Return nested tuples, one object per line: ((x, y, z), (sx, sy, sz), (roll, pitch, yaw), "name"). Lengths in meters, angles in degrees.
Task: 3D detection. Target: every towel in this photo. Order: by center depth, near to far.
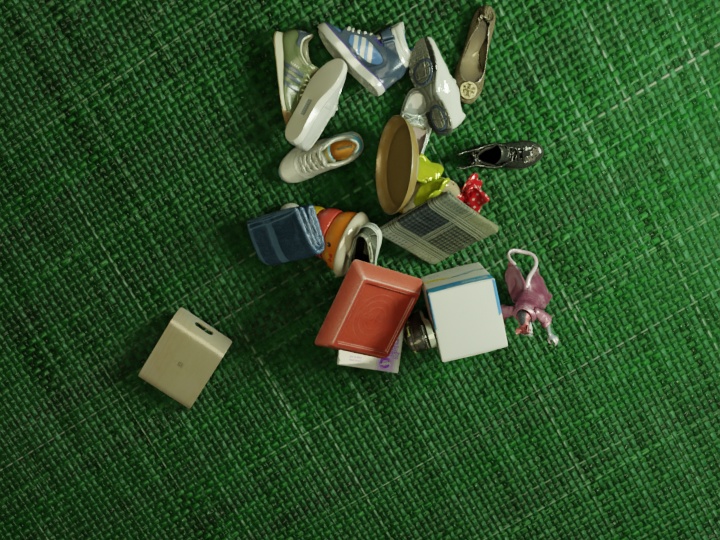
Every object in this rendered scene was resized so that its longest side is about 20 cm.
((0.164, -0.089, 1.616), (0.190, 0.035, 0.198), (-28, 143, 31), "towel")
((-0.163, -0.072, 1.645), (0.197, 0.048, 0.114), (-10, 103, 45), "towel")

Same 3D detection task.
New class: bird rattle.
((0.168, -0.161, 1.646), (0.162, 0.197, 0.115), (-38, 57, 36), "bird rattle")

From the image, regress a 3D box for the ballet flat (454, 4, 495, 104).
((0.243, -0.454, 1.620), (0.066, 0.046, 0.205), (14, 101, 0), "ballet flat")

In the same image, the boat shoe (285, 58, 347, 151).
((-0.081, -0.343, 1.611), (0.071, 0.068, 0.203), (25, 86, 37), "boat shoe")

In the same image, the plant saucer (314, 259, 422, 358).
((0.027, 0.094, 1.615), (0.197, 0.037, 0.203), (15, 107, -37), "plant saucer")

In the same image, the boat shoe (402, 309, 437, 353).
((0.119, 0.132, 1.652), (0.059, 0.201, 0.073), (-18, 93, -1), "boat shoe")

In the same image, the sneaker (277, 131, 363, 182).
((-0.089, -0.245, 1.651), (0.196, 0.081, 0.078), (-23, 101, 7), "sneaker")

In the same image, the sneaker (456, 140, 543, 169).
((0.297, -0.241, 1.629), (0.194, 0.104, 0.062), (-2, 100, 2), "sneaker")

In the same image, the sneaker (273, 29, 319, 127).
((-0.127, -0.407, 1.627), (0.087, 0.067, 0.206), (-6, 97, 8), "sneaker")

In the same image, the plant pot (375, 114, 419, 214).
((0.078, -0.218, 1.601), (0.027, 0.200, 0.205), (2, 102, -19), "plant pot")

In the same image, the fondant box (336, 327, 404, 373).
((0.029, 0.116, 1.726), (0.140, 0.058, 0.205), (8, 102, 0), "fondant box")

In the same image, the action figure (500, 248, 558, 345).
((0.360, 0.067, 1.634), (0.131, 0.201, 0.152), (6, 119, 12), "action figure")

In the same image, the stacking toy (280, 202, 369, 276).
((-0.090, -0.089, 1.675), (0.197, 0.146, 0.149), (24, 101, 16), "stacking toy")

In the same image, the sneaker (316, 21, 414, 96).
((0.021, -0.481, 1.614), (0.200, 0.081, 0.147), (45, 86, 1), "sneaker")

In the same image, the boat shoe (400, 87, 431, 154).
((0.113, -0.285, 1.645), (0.073, 0.065, 0.207), (11, 100, -1), "boat shoe")

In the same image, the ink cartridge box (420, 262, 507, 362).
((0.216, 0.083, 1.643), (0.141, 0.200, 0.151), (-14, 100, 2), "ink cartridge box")

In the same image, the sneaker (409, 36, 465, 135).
((0.162, -0.388, 1.612), (0.073, 0.087, 0.204), (-4, 110, 43), "sneaker")

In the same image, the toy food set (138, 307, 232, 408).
((-0.402, 0.203, 1.760), (0.142, 0.061, 0.202), (33, 108, -5), "toy food set")

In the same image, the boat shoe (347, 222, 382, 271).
((0.000, 0.000, 1.616), (0.069, 0.064, 0.204), (16, 124, 19), "boat shoe")
